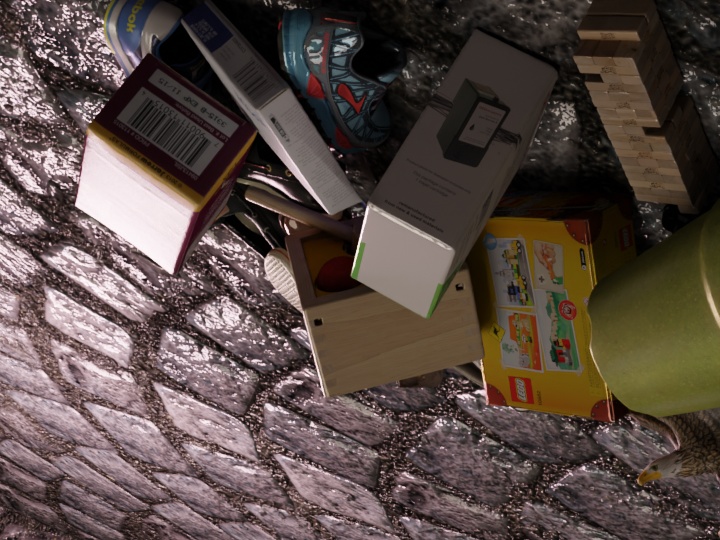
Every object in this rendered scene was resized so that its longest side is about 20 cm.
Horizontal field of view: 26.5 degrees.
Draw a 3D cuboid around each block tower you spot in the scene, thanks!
[{"bbox_3d":[0.231,-0.129,1.229,0.058,0.054,0.200,9,148,38],"label":"block tower"}]

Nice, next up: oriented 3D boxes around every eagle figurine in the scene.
[{"bbox_3d":[0.325,0.161,1.512,0.152,0.151,0.200,-49,61,40],"label":"eagle figurine"}]

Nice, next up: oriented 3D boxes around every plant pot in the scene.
[{"bbox_3d":[0.294,0.036,1.253,0.200,0.200,0.184,40,138,-23],"label":"plant pot"}]

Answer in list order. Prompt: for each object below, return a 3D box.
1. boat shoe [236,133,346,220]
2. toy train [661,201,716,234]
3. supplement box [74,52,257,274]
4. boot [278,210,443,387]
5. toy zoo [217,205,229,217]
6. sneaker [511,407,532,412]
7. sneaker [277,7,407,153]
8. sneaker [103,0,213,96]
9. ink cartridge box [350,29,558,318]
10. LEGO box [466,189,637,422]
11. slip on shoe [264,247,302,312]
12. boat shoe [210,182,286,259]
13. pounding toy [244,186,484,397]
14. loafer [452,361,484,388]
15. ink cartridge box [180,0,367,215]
[{"bbox_3d":[-0.096,-0.115,1.590,0.201,0.074,0.063,26,120,31],"label":"boat shoe"},{"bbox_3d":[0.356,-0.014,1.324,0.200,0.046,0.034,23,155,12],"label":"toy train"},{"bbox_3d":[-0.192,-0.098,1.481,0.131,0.103,0.200,35,156,-1],"label":"supplement box"},{"bbox_3d":[0.003,0.028,1.615,0.186,0.064,0.200,35,-159,-37],"label":"boot"},{"bbox_3d":[-0.209,-0.098,1.686,0.131,0.020,0.200,58,160,-2],"label":"toy zoo"},{"bbox_3d":[0.209,0.066,1.541,0.079,0.074,0.200,40,120,3],"label":"sneaker"},{"bbox_3d":[0.001,-0.166,1.364,0.095,0.079,0.200,-7,157,19],"label":"sneaker"},{"bbox_3d":[-0.181,-0.192,1.516,0.082,0.074,0.200,13,152,29],"label":"sneaker"},{"bbox_3d":[0.079,-0.081,1.304,0.084,0.200,0.146,28,155,7],"label":"ink cartridge box"},{"bbox_3d":[0.184,0.031,1.437,0.149,0.077,0.200,5,112,42],"label":"LEGO box"},{"bbox_3d":[-0.048,0.020,1.725,0.074,0.061,0.200,31,171,35],"label":"slip on shoe"},{"bbox_3d":[-0.146,-0.067,1.720,0.199,0.066,0.074,38,155,-18],"label":"boat shoe"},{"bbox_3d":[0.000,0.000,1.474,0.184,0.200,0.142,-14,119,-3],"label":"pounding toy"},{"bbox_3d":[0.093,0.080,1.744,0.200,0.070,0.070,24,155,11],"label":"loafer"},{"bbox_3d":[-0.075,-0.137,1.433,0.200,0.041,0.200,54,178,-42],"label":"ink cartridge box"}]
